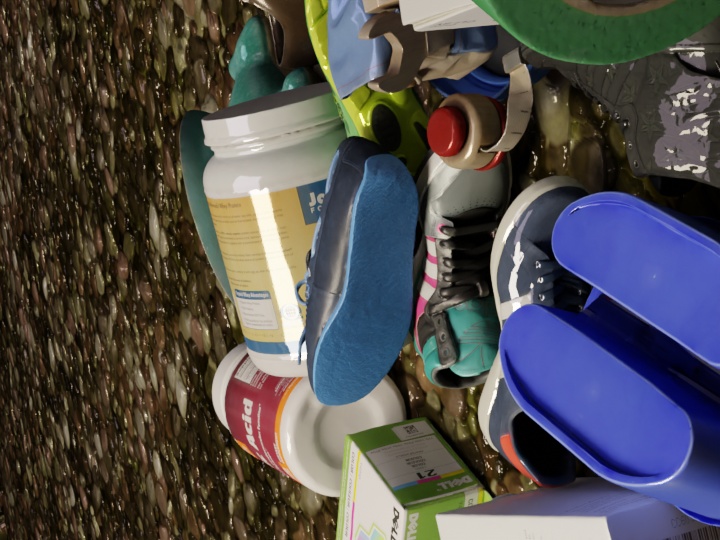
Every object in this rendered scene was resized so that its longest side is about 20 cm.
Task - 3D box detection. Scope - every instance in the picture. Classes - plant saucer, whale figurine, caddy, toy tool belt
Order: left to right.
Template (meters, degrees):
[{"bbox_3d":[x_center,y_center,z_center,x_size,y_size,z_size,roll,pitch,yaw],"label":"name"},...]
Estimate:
[{"bbox_3d":[-0.112,-0.055,1.264,0.200,0.027,0.201,-18,-90,-78],"label":"plant saucer"},{"bbox_3d":[-0.082,-0.121,1.190,0.201,0.103,0.159,68,153,20],"label":"whale figurine"},{"bbox_3d":[0.016,-0.156,0.835,0.125,0.122,0.201,-24,75,53],"label":"toy tool belt"},{"bbox_3d":[0.168,0.044,0.721,0.142,0.105,0.200,-63,35,10],"label":"caddy"}]

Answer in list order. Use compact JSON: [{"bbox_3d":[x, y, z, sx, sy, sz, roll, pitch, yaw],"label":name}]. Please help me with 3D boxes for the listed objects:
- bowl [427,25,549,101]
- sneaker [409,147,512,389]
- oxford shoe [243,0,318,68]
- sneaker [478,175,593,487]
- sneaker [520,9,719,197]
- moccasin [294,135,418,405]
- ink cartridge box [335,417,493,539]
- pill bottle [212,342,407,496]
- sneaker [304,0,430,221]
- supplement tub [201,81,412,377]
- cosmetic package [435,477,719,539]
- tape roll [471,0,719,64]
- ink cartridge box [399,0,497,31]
[{"bbox_3d":[0.079,-0.209,0.894,0.200,0.039,0.202,35,130,57],"label":"bowl"},{"bbox_3d":[0.076,0.010,0.924,0.201,0.083,0.121,97,156,-47],"label":"sneaker"},{"bbox_3d":[-0.068,-0.246,1.066,0.073,0.084,0.201,-124,14,-61],"label":"oxford shoe"},{"bbox_3d":[0.123,0.044,0.845,0.085,0.075,0.201,-126,32,-56],"label":"sneaker"},{"bbox_3d":[0.158,-0.088,0.743,0.199,0.060,0.105,7,103,56],"label":"sneaker"},{"bbox_3d":[0.000,0.000,0.951,0.068,0.080,0.201,53,137,47],"label":"moccasin"},{"bbox_3d":[0.058,0.231,1.056,0.200,0.075,0.149,-132,40,-51],"label":"ink cartridge box"},{"bbox_3d":[-0.052,0.120,1.204,0.200,0.114,0.115,12,109,64],"label":"pill bottle"},{"bbox_3d":[0.005,-0.129,0.954,0.084,0.074,0.201,28,139,67],"label":"sneaker"},{"bbox_3d":[-0.038,-0.034,1.054,0.144,0.144,0.201,13,120,63],"label":"supplement tub"},{"bbox_3d":[0.141,0.171,0.820,0.200,0.112,0.082,156,103,-66],"label":"cosmetic package"},{"bbox_3d":[0.123,-0.192,0.617,0.048,0.199,0.201,50,142,45],"label":"tape roll"},{"bbox_3d":[0.089,-0.239,0.740,0.083,0.144,0.201,1,101,63],"label":"ink cartridge box"}]
